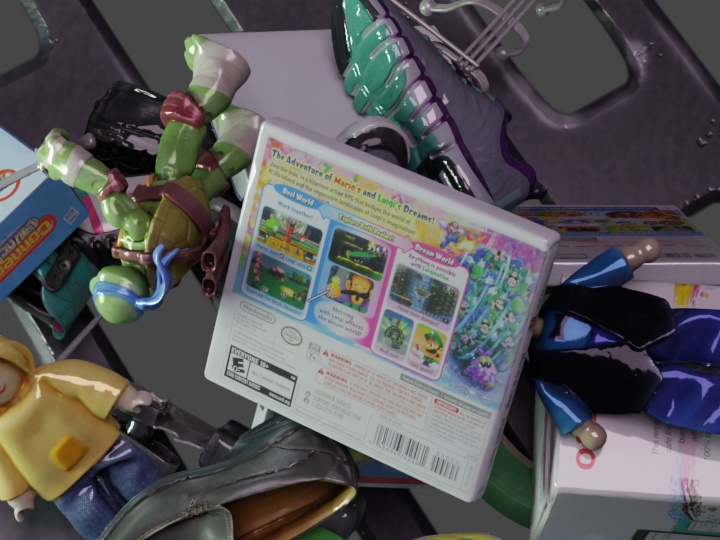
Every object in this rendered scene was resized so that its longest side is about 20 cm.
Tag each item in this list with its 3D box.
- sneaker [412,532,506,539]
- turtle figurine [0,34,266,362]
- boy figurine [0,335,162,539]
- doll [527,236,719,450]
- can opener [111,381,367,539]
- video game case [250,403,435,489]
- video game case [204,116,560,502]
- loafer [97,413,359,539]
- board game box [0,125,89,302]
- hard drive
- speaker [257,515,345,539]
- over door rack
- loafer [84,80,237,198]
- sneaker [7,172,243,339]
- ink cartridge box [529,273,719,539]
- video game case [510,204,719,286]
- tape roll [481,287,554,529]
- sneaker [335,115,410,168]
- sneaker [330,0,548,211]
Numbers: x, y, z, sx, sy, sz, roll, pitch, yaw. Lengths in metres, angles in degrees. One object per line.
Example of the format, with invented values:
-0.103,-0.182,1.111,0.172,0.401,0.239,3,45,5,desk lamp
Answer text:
0.107,0.229,1.331,0.199,0.105,0.076,10,106,1,sneaker
-0.154,-0.054,1.333,0.144,0.200,0.194,45,60,-21,turtle figurine
-0.195,0.108,1.342,0.124,0.064,0.200,-36,109,9,boy figurine
0.166,0.044,1.238,0.199,0.048,0.137,10,78,12,doll
-0.095,0.140,1.405,0.200,0.053,0.067,30,104,8,can opener
0.012,0.054,1.338,0.143,0.201,0.017,5,27,-24,video game case
0.008,0.024,1.252,0.200,0.183,0.024,24,25,20,video game case
-0.091,0.164,1.302,0.200,0.073,0.072,-36,35,-2,loafer
-0.322,-0.029,1.405,0.200,0.056,0.196,-45,52,-13,board game box
-0.014,-0.117,1.475,0.199,0.025,0.132,-6,61,-28,hard drive
-0.068,0.264,1.324,0.088,0.089,0.200,22,68,6,speaker
0.045,-0.229,1.514,0.200,0.067,0.148,45,50,-5,over door rack
-0.100,-0.087,1.479,0.200,0.068,0.071,19,62,2,loafer
-0.181,-0.009,1.433,0.199,0.084,0.121,8,62,9,sneaker
0.216,0.101,1.322,0.199,0.146,0.147,5,68,0,ink cartridge box
0.167,-0.019,1.406,0.143,0.200,0.018,0,103,-2,video game case
0.154,0.086,1.430,0.200,0.048,0.201,1,67,-2,tape roll
0.000,0.000,1.387,0.075,0.114,0.201,16,101,-28,sneaker
0.054,-0.121,1.450,0.087,0.074,0.200,-21,79,-35,sneaker
